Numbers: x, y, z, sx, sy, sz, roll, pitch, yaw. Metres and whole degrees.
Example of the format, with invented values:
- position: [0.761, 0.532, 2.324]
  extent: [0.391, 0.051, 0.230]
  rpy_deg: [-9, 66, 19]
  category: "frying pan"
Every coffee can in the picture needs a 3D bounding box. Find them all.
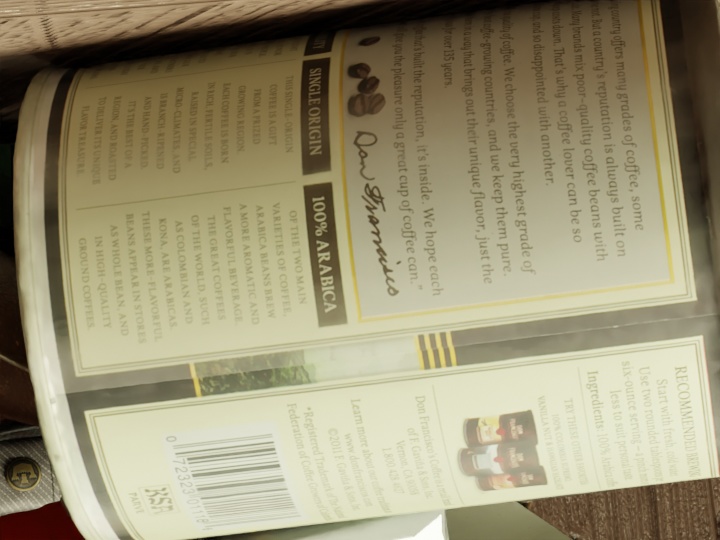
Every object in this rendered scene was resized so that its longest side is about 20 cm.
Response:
- position: [0.013, -0.001, 0.791]
  extent: [0.199, 0.147, 0.146]
  rpy_deg: [-7, 179, 7]
  category: "coffee can"

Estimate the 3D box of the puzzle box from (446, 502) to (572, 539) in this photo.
- position: [-0.027, 0.119, 0.867]
  extent: [0.199, 0.026, 0.133]
  rpy_deg: [-15, -163, -17]
  category: "puzzle box"

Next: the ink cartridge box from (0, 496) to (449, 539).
- position: [-0.080, 0.087, 0.888]
  extent: [0.173, 0.044, 0.200]
  rpy_deg: [-12, -165, -14]
  category: "ink cartridge box"

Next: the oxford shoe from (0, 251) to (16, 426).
- position: [-0.124, 0.026, 0.973]
  extent: [0.199, 0.072, 0.072]
  rpy_deg: [-9, 174, 30]
  category: "oxford shoe"

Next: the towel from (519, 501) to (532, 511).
- position: [-0.039, 0.059, 1.075]
  extent: [0.146, 0.022, 0.200]
  rpy_deg: [-13, 142, 30]
  category: "towel"

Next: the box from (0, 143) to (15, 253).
- position: [-0.118, -0.018, 1.021]
  extent: [0.199, 0.037, 0.144]
  rpy_deg: [-2, 171, -12]
  category: "box"

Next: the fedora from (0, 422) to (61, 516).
- position: [-0.121, 0.132, 1.042]
  extent: [0.199, 0.091, 0.177]
  rpy_deg: [-1, 146, -25]
  category: "fedora"

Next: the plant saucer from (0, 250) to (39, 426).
- position: [-0.165, 0.000, 0.851]
  extent: [0.200, 0.037, 0.200]
  rpy_deg: [20, 168, 4]
  category: "plant saucer"
